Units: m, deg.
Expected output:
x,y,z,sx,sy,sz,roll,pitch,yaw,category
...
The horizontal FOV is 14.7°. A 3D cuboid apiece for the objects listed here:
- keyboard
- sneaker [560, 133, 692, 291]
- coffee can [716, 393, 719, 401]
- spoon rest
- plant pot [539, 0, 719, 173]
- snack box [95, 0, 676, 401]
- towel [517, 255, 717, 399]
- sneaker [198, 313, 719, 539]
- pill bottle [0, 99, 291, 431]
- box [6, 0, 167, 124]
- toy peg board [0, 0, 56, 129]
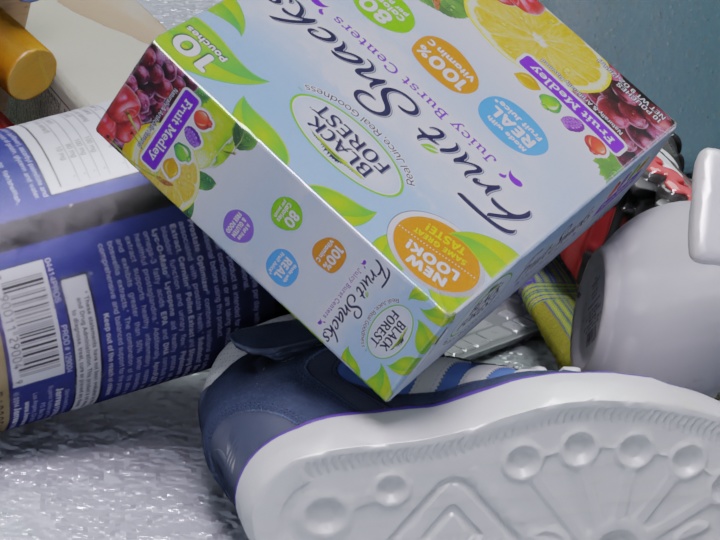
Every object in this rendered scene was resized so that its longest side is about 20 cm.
x,y,z,sx,sy,sz,roll,pitch,yaw,category
0.028,0.028,1.217,0.056,0.011,0.200,19,23,34,keyboard
0.118,-0.029,1.228,0.098,0.071,0.200,2,26,-41,sneaker
0.256,0.024,1.078,0.199,0.147,0.146,-1,19,-18,coffee can
0.125,0.010,1.046,0.060,0.100,0.200,9,-17,-7,spoon rest
0.066,-0.151,1.495,0.200,0.197,0.196,-15,27,-33,plant pot
0.016,-0.052,1.025,0.142,0.053,0.200,42,36,8,snack box
0.137,0.015,1.252,0.143,0.023,0.200,1,22,-14,towel
0.039,0.051,1.036,0.199,0.081,0.147,-4,24,-10,sneaker
-0.084,-0.012,1.080,0.199,0.112,0.112,-16,25,-18,pill bottle
-0.117,-0.060,1.306,0.077,0.095,0.200,-1,21,-20,box
-0.207,-0.070,1.177,0.200,0.200,0.098,-12,41,-42,toy peg board
